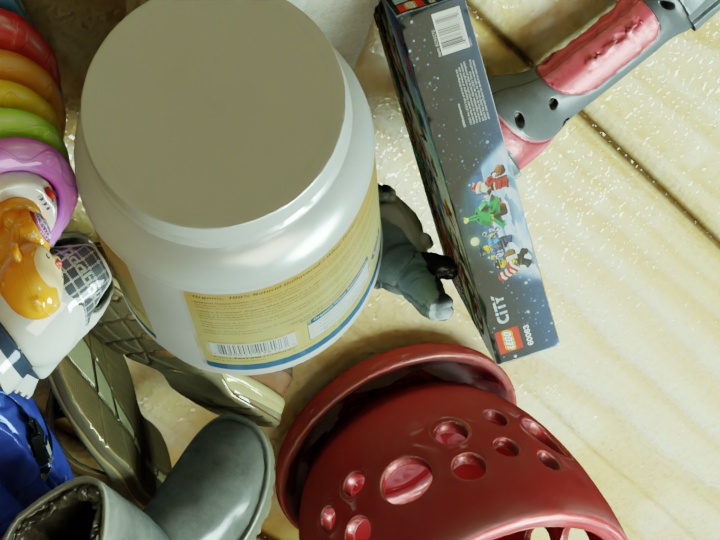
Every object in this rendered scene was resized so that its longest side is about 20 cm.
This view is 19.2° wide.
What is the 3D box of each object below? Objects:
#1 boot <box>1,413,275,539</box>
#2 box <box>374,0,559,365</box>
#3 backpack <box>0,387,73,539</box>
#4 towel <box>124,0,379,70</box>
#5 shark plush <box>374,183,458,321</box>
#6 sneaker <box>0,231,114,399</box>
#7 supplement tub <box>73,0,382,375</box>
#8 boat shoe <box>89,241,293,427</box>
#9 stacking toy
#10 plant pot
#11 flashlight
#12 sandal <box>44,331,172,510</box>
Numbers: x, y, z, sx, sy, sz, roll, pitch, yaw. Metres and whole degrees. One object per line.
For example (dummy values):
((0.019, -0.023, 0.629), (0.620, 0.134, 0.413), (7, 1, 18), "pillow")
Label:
((-0.127, 0.141, 1.193), (0.182, 0.072, 0.200), (-65, 156, -13), "boot")
((0.051, -0.066, 1.144), (0.038, 0.137, 0.201), (-18, 112, -2), "box")
((-0.245, 0.133, 1.190), (0.167, 0.163, 0.200), (-30, 138, -8), "backpack")
((-0.061, -0.122, 1.103), (0.132, 0.035, 0.200), (-10, 159, -16), "towel")
((0.000, 0.000, 1.192), (0.083, 0.200, 0.091), (-45, 134, -10), "shark plush")
((-0.168, 0.017, 1.123), (0.080, 0.200, 0.077), (-39, 99, -5), "sneaker")
((-0.062, -0.042, 1.050), (0.144, 0.145, 0.200), (-26, 162, -7), "supplement tub")
((-0.104, 0.027, 1.252), (0.200, 0.072, 0.068), (41, 64, -50), "boat shoe")
((-0.179, -0.046, 1.029), (0.109, 0.200, 0.116), (-28, 135, -5), "stacking toy")
((0.049, 0.165, 1.382), (0.200, 0.183, 0.201), (-17, 136, -17), "plant pot")
((0.129, -0.126, 1.246), (0.200, 0.068, 0.068), (-39, 107, 5), "flashlight")
((-0.160, 0.100, 1.287), (0.054, 0.081, 0.200), (-11, 143, 8), "sandal")
